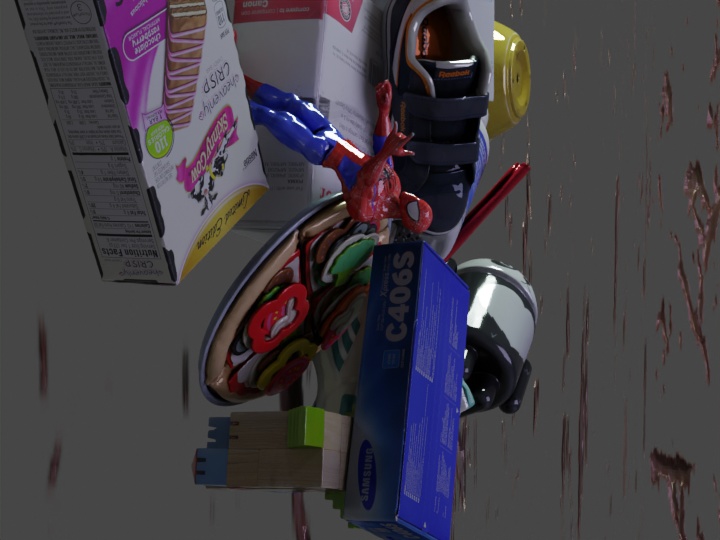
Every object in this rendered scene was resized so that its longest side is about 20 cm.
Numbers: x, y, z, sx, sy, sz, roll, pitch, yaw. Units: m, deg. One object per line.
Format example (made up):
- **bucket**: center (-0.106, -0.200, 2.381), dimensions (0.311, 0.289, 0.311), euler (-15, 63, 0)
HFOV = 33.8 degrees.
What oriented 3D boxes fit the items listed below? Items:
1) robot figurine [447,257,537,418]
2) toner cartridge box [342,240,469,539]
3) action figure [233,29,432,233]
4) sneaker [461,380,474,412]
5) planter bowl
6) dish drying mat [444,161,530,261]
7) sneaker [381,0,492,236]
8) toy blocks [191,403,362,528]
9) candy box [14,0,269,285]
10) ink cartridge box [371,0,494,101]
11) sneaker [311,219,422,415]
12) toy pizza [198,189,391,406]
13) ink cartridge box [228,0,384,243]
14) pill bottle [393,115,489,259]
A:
- **robot figurine**: center (0.127, 0.074, 1.304), dimensions (0.200, 0.124, 0.151), euler (-60, 158, -49)
- **toner cartridge box**: center (0.036, 0.089, 0.851), dimensions (0.095, 0.043, 0.201), euler (41, 50, -54)
- **action figure**: center (-0.020, -0.107, 0.802), dimensions (0.065, 0.200, 0.099), euler (-41, 169, -50)
- **sneaker**: center (0.073, 0.101, 1.148), dimensions (0.075, 0.088, 0.201), euler (-41, 150, -69)
- **planter bowl**: center (0.151, -0.225, 1.399), dimensions (0.200, 0.083, 0.202), euler (3, 90, -68)
- **dish drying mat**: center (0.091, -0.030, 1.167), dimensions (0.200, 0.018, 0.077), euler (-48, 179, 2)
- **sneaker**: center (0.059, -0.126, 0.939), dimensions (0.078, 0.079, 0.201), euler (-10, 98, -25)
- **toy blocks**: center (-0.051, 0.136, 0.870), dimensions (0.200, 0.136, 0.101), euler (24, 65, -61)
- **candy box**: center (-0.129, -0.110, 0.738), dimensions (0.137, 0.061, 0.201), euler (-54, 141, -51)
- **ink cartridge box**: center (0.038, -0.244, 1.032), dimensions (0.085, 0.144, 0.201), euler (-16, 106, -67)
- **sneaker**: center (-0.006, 0.052, 1.011), dimensions (0.070, 0.093, 0.201), euler (9, 92, -56)
- **toy pizza**: center (-0.039, 0.027, 0.878), dimensions (0.200, 0.032, 0.201), euler (-42, 157, -23)
- **ink cartridge box**: center (-0.040, -0.118, 0.932), dimensions (0.146, 0.084, 0.201), euler (19, 72, -67)
- **pill bottle**: center (0.062, -0.101, 1.150), dimensions (0.200, 0.111, 0.113), euler (-64, 147, -46)
